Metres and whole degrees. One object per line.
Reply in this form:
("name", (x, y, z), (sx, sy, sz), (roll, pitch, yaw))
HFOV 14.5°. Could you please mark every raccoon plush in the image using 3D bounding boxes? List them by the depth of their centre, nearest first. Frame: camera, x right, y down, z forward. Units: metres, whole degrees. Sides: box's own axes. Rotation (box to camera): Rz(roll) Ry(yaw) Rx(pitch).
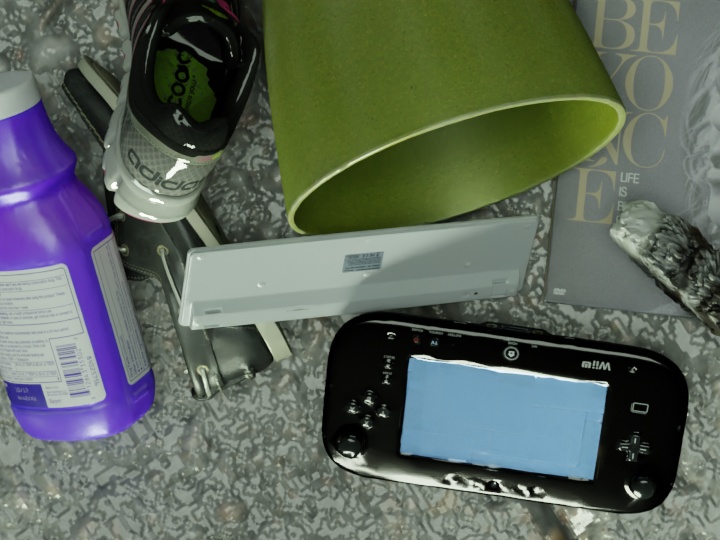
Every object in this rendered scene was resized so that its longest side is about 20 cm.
("raccoon plush", (0.251, -0.005, 1.514), (0.200, 0.097, 0.134), (44, 82, -7))

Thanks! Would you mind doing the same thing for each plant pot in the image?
("plant pot", (0.023, -0.145, 1.502), (0.186, 0.187, 0.201), (-19, 76, 5))

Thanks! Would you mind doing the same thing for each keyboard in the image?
("keyboard", (0.000, 0.000, 1.532), (0.199, 0.011, 0.057), (-6, 130, -18))

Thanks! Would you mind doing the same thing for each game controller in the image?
("game controller", (0.079, 0.077, 1.554), (0.198, 0.042, 0.105), (7, 128, 3))

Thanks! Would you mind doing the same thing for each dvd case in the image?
("dvd case", (0.184, -0.074, 1.562), (0.148, 0.016, 0.202), (6, 94, 4))

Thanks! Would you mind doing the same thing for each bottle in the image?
("bottle", (-0.173, -0.007, 1.538), (0.083, 0.065, 0.201), (-3, 112, 33))

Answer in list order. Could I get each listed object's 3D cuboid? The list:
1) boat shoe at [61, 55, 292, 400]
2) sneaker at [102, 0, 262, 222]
("boat shoe", (-0.114, -0.024, 1.558), (0.067, 0.072, 0.201), (-30, 94, 5))
("sneaker", (-0.089, -0.127, 1.507), (0.073, 0.087, 0.201), (18, 58, -21))
